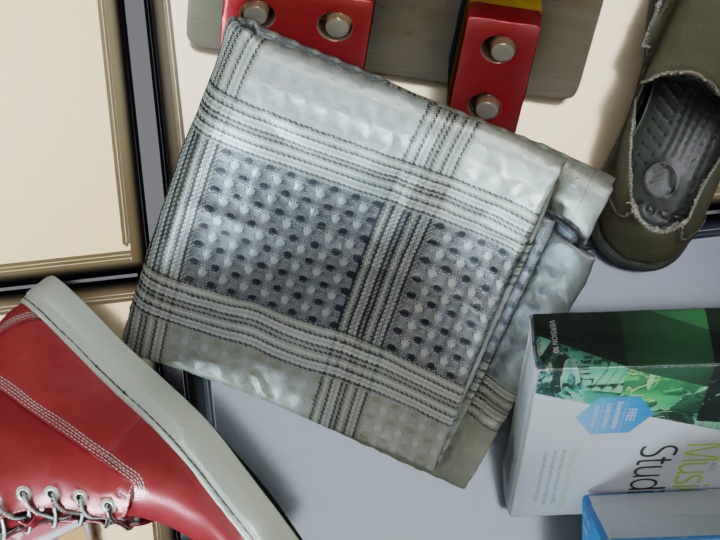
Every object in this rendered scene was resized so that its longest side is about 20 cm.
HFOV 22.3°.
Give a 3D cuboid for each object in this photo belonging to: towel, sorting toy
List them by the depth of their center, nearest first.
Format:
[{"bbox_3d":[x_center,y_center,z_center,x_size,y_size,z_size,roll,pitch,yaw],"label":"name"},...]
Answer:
[{"bbox_3d":[0.021,-0.154,0.837,0.199,0.199,0.070,8,47,-2],"label":"sorting toy"},{"bbox_3d":[0.000,0.000,0.870,0.199,0.035,0.193,22,118,-3],"label":"towel"}]

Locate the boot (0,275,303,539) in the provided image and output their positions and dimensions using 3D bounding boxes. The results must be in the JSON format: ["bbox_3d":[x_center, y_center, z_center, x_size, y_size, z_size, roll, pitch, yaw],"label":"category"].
[{"bbox_3d":[-0.131,0.113,0.852,0.200,0.073,0.144,38,76,27],"label":"boot"}]

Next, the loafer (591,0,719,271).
[{"bbox_3d":[0.172,-0.095,0.905,0.075,0.070,0.201,17,88,-2],"label":"loafer"}]

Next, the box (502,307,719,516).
[{"bbox_3d":[0.172,0.068,0.868,0.199,0.145,0.037,-3,57,-3],"label":"box"}]

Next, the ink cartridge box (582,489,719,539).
[{"bbox_3d":[0.167,0.212,0.888,0.115,0.068,0.201,-1,103,-2],"label":"ink cartridge box"}]

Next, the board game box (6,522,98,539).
[{"bbox_3d":[-0.227,0.162,0.904,0.199,0.030,0.096,-9,89,-1],"label":"board game box"}]
